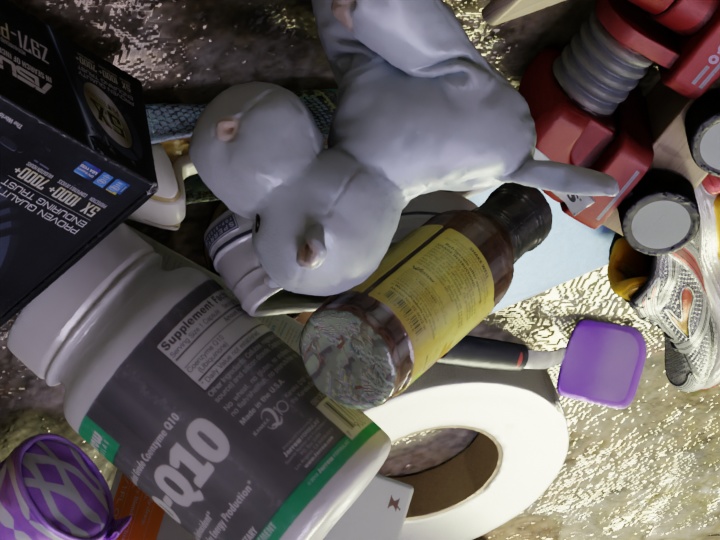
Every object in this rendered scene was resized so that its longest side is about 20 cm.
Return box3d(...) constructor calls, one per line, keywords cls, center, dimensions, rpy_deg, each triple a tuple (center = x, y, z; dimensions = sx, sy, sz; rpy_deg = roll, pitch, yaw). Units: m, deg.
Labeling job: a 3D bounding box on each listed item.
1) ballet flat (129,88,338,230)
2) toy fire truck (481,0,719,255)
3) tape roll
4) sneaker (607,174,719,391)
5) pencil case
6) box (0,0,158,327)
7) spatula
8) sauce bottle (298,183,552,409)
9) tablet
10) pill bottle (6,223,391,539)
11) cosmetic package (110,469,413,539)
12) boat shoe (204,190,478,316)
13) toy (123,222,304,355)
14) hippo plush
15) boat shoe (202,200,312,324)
box3d(cls="ballet flat", center=(-0.089, -0.057, 1.494), dimensions=(0.198, 0.075, 0.075), rpy_deg=(-12, 143, -9))
box3d(cls="toy fire truck", center=(0.137, -0.115, 1.493), dimensions=(0.199, 0.129, 0.176), rpy_deg=(27, 122, -21))
box3d(cls="tape roll", center=(0.041, 0.123, 1.801), dimensions=(0.201, 0.037, 0.204), rpy_deg=(-12, 142, -9))
box3d(cls="sneaker", center=(0.191, 0.002, 1.682), dimensions=(0.082, 0.078, 0.201), rpy_deg=(-20, 134, -7))
box3d(cls="pencil case", center=(-0.238, 0.184, 1.706), dimensions=(0.086, 0.084, 0.200), rpy_deg=(47, 126, -4))
box3d(cls="box", center=(-0.232, -0.066, 1.390), dimensions=(0.163, 0.087, 0.199), rpy_deg=(-38, 132, 25))
box3d(cls="spatula", center=(0.111, 0.055, 1.728), dimensions=(0.199, 0.020, 0.057), rpy_deg=(7, 103, -45))
box3d(cls="sauce bottle", center=(0.043, 0.007, 1.470), dimensions=(0.200, 0.065, 0.065), rpy_deg=(-37, 164, -47))
box3d(cls="tablet", center=(0.069, -0.011, 1.639), dimensions=(0.199, 0.014, 0.131), rpy_deg=(-22, 144, -10))
box3d(cls="pill bottle", center=(-0.090, 0.072, 1.475), dimensions=(0.113, 0.200, 0.113), rpy_deg=(-48, 173, -8))
box3d(cls="cosmetic package", center=(-0.070, 0.155, 1.653), dimensions=(0.199, 0.102, 0.071), rpy_deg=(9, 169, 47))
box3d(cls="boat shoe", center=(0.000, 0.000, 1.522), dimensions=(0.199, 0.066, 0.074), rpy_deg=(-4, 150, -39))
box3d(cls="toy", center=(-0.094, 0.044, 1.561), dimensions=(0.199, 0.047, 0.116), rpy_deg=(27, 120, 2))
box3d(cls="hippo plush", center=(0.000, -0.058, 1.415), dimensions=(0.161, 0.200, 0.159), rpy_deg=(-41, -179, -8))
box3d(cls="boat shoe", center=(-0.054, 0.025, 1.612), dimensions=(0.071, 0.068, 0.201), rpy_deg=(-9, 142, -12))
